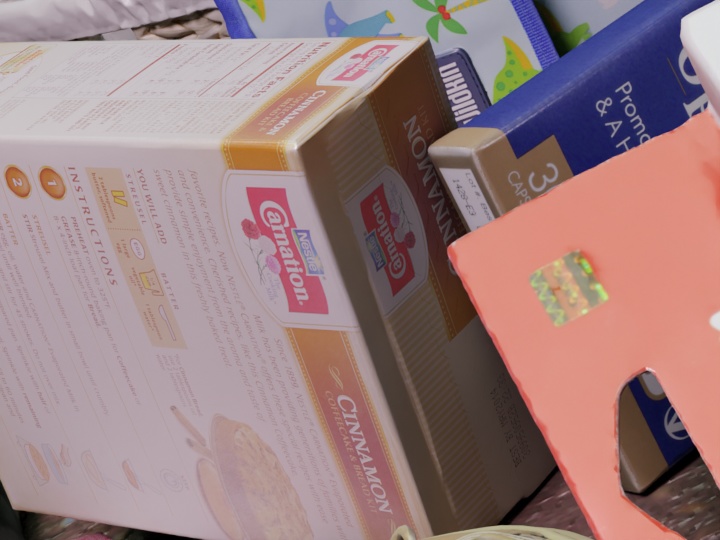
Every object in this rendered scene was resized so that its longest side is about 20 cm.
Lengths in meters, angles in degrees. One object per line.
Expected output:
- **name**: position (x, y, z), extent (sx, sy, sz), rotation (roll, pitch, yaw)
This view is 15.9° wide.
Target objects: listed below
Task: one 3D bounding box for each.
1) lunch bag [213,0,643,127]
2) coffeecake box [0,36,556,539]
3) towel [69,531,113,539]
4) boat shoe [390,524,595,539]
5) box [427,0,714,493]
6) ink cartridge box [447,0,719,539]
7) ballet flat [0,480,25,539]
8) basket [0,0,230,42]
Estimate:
- **lunch bag**: position (0.059, -0.092, 0.986), extent (0.199, 0.171, 0.127), rotation (-29, 17, -7)
- **coffeecake box**: position (-0.051, 0.008, 0.839), extent (0.199, 0.154, 0.073), rotation (4, 33, 40)
- **towel**: position (-0.090, 0.102, 0.792), extent (0.143, 0.023, 0.199), rotation (-2, -1, -37)
- **boat shoe**: position (0.040, 0.096, 0.612), extent (0.062, 0.074, 0.199), rotation (12, -9, -37)
- **box**: position (0.126, -0.037, 0.808), extent (0.200, 0.122, 0.032), rotation (-36, 18, -24)
- **ink cartridge box**: position (0.127, 0.010, 0.638), extent (0.173, 0.044, 0.201), rotation (-27, 51, 1)
- **ballet flat**: position (-0.168, 0.079, 1.011), extent (0.068, 0.069, 0.200), rotation (-31, 17, -10)
- **basket**: position (-0.029, -0.108, 1.178), extent (0.200, 0.161, 0.198), rotation (-38, 20, -33)
